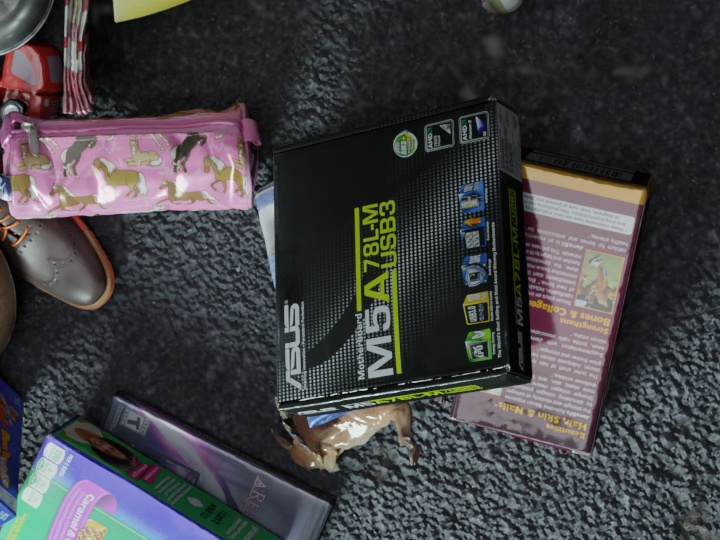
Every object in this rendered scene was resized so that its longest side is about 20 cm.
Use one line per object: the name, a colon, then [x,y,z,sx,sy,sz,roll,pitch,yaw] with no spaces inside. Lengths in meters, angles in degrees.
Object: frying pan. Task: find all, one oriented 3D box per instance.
frying pan: [-0.261,-0.245,1.436,0.190,0.031,0.115,-41,89,0]

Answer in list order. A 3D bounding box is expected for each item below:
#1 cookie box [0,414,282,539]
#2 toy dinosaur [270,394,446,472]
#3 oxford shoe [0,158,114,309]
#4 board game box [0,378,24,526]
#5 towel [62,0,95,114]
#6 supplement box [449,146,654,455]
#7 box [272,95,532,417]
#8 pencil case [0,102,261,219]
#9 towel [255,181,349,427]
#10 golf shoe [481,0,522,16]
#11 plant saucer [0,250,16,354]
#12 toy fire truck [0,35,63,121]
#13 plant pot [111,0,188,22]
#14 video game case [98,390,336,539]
cookie box: [-0.187,0.241,1.498,0.199,0.075,0.172,29,104,5]
toy dinosaur: [-0.004,0.069,1.443,0.134,0.086,0.202,9,97,18]
oxford shoe: [-0.281,-0.036,1.485,0.199,0.073,0.071,39,106,3]
board game box: [-0.362,0.182,1.512,0.199,0.135,0.045,-30,125,16]
towel: [-0.205,-0.222,1.400,0.022,0.144,0.202,2,101,-7]
supplement box: [0.142,0.020,1.396,0.109,0.086,0.202,13,102,10]
box: [0.026,-0.007,1.349,0.191,0.047,0.202,-9,73,29]
pencil case: [-0.173,-0.083,1.431,0.197,0.087,0.084,-2,95,-1]
towel: [0.000,0.000,1.406,0.146,0.024,0.202,-23,65,20]
golf shoe: [0.101,-0.286,1.354,0.091,0.073,0.202,-9,98,12]
plant saucer: [-0.370,0.017,1.484,0.198,0.035,0.202,6,121,9]
toy fire truck: [-0.323,-0.198,1.476,0.198,0.049,0.143,11,101,9]
plant pot: [-0.117,-0.285,1.356,0.140,0.200,0.202,-6,100,-7]
video game case: [-0.135,0.204,1.528,0.198,0.019,0.144,26,105,8]
